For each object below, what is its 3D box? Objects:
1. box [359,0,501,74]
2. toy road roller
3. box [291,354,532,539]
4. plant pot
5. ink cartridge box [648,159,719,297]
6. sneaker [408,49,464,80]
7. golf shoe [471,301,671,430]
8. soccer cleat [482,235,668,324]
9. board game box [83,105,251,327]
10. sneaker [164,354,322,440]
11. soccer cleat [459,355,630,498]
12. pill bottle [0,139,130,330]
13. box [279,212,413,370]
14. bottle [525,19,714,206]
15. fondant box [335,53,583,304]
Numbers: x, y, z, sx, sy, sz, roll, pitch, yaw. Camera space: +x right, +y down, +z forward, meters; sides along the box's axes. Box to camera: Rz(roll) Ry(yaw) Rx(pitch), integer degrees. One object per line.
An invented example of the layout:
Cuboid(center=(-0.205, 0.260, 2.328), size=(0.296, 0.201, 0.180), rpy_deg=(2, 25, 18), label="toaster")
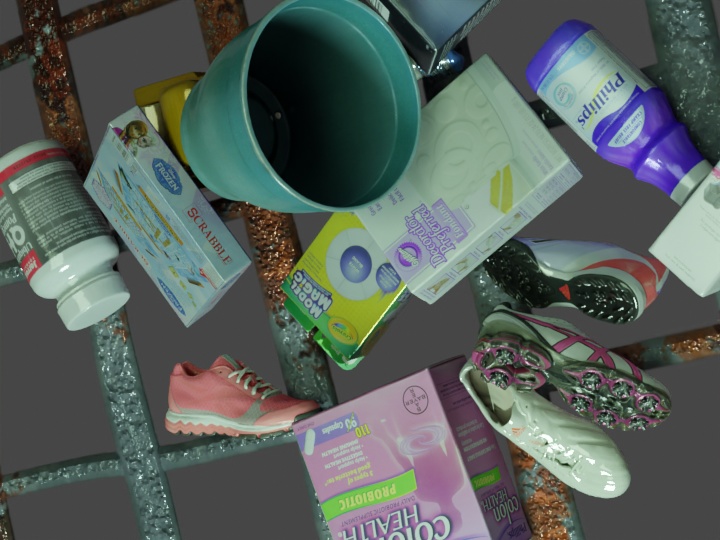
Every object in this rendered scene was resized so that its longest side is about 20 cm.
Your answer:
Cuboid(center=(0.069, -0.331, 1.406), size=(0.198, 0.123, 0.200), rpy_deg=(-44, 89, -4), label="box")
Cuboid(center=(-0.179, -0.150, 1.606), size=(0.198, 0.145, 0.125), rpy_deg=(-12, 89, 29), label="toy road roller")
Cuboid(center=(0.052, 0.214, 1.548), size=(0.174, 0.096, 0.202), rpy_deg=(-23, 85, 28), label="box")
Cuboid(center=(-0.075, -0.147, 1.450), size=(0.187, 0.198, 0.203), rpy_deg=(-8, 92, 55), label="plant pot")
Cuboid(center=(0.355, -0.077, 1.343), size=(0.068, 0.115, 0.201), rpy_deg=(43, 112, 17), label="ink cartridge box")
Cuboid(center=(0.080, -0.288, 1.502), size=(0.084, 0.077, 0.203), rpy_deg=(5, 96, 11), label="sneaker")
Cuboid(center=(0.210, 0.085, 1.460), size=(0.198, 0.093, 0.073), rpy_deg=(22, 134, 3), label="golf shoe")
Cuboid(center=(0.205, -0.001, 1.469), size=(0.198, 0.073, 0.069), rpy_deg=(16, 129, 43), label="soccer cleat")
Cuboid(center=(-0.209, -0.052, 1.609), size=(0.201, 0.041, 0.199), rpy_deg=(54, 157, 1), label="board game box")
Cuboid(center=(-0.134, 0.136, 1.654), size=(0.198, 0.073, 0.088), rpy_deg=(-1, 93, 29), label="sneaker")
Cuboid(center=(0.176, 0.156, 1.485), size=(0.200, 0.077, 0.070), rpy_deg=(40, 112, 19), label="soccer cleat")
Cuboid(center=(-0.343, -0.039, 1.727), size=(0.110, 0.110, 0.202), rpy_deg=(-36, 78, 26), label="pill bottle")
Cuboid(center=(0.000, 0.000, 1.582), size=(0.117, 0.048, 0.201), rpy_deg=(44, 115, 19), label="box")
Cuboid(center=(0.247, -0.145, 1.422), size=(0.200, 0.065, 0.084), rpy_deg=(48, 113, 16), label="bottle")
Cuboid(center=(0.095, -0.089, 1.476), size=(0.200, 0.058, 0.145), rpy_deg=(-40, 67, 11), label="fondant box")
